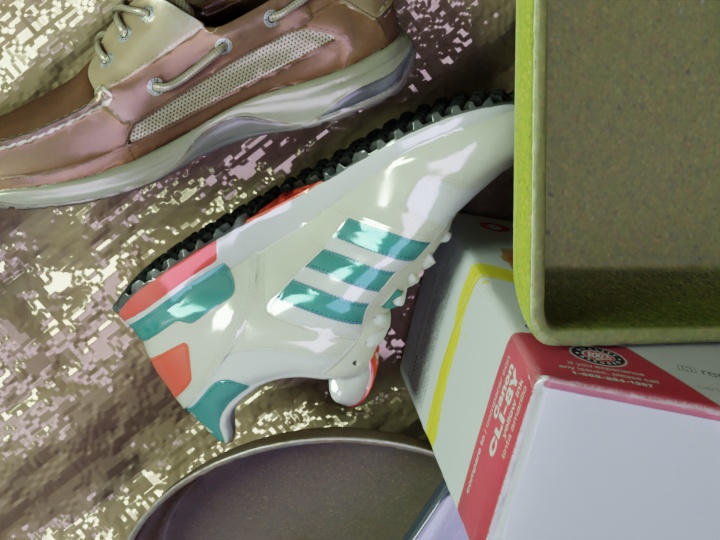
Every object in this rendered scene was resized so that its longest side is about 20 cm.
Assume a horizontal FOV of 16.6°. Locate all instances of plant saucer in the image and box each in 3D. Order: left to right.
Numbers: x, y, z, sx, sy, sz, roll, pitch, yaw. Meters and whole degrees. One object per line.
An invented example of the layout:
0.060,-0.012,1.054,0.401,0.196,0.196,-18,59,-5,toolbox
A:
-0.009,0.136,1.088,0.198,0.032,0.201,0,132,0,plant saucer
0.130,-0.072,0.989,0.198,0.048,0.202,0,90,-37,plant saucer

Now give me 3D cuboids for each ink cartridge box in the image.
0.106,0.053,1.009,0.144,0.200,0.084,10,108,-13,ink cartridge box

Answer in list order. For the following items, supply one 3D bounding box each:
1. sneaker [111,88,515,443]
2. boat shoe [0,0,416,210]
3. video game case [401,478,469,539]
0.000,0.000,1.028,0.199,0.070,0.094,-29,97,8,sneaker
-0.078,-0.082,0.996,0.199,0.076,0.072,-20,111,-11,boat shoe
0.078,0.200,1.032,0.199,0.019,0.143,35,90,-10,video game case
